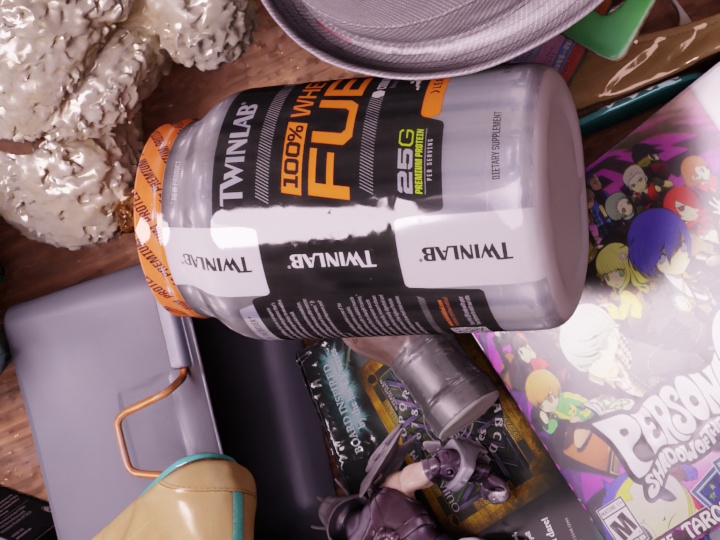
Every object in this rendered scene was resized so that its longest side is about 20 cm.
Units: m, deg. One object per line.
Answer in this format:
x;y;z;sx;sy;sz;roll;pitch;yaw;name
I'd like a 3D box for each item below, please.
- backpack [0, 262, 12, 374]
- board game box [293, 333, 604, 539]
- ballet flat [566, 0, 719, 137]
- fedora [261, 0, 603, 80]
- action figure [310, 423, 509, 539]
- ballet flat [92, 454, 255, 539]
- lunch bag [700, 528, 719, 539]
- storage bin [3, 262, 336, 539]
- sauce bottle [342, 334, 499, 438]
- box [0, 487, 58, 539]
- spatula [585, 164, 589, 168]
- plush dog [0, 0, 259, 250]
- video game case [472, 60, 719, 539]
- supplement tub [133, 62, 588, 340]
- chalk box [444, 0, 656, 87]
-0.283;0.026;0.803;0.175;0.200;0.154;-29;86;-3;backpack
0.059;0.110;0.824;0.134;0.028;0.202;-24;77;11;board game box
0.181;-0.125;0.781;0.198;0.069;0.064;-17;80;12;ballet flat
0.020;-0.175;0.640;0.198;0.090;0.179;-6;84;26;fedora
0.053;0.160;0.770;0.199;0.069;0.131;22;96;32;action figure
-0.115;0.159;0.741;0.200;0.068;0.064;-45;49;43;ballet flat
0.224;0.066;0.789;0.160;0.082;0.201;-26;91;17;lunch bag
-0.113;0.082;0.835;0.133;0.145;0.202;-12;95;22;storage bin
0.000;0.000;0.807;0.065;0.065;0.201;-40;73;13;sauce bottle
-0.272;0.226;0.910;0.140;0.079;0.202;17;100;11;box
0.121;-0.053;0.821;0.198;0.021;0.057;-18;73;9;spatula
-0.163;-0.090;0.801;0.199;0.160;0.173;15;125;32;plush dog
0.161;0.025;0.733;0.200;0.036;0.182;-39;77;29;video game case
0.002;-0.030;0.711;0.198;0.122;0.124;-4;97;18;supplement tub
0.065;-0.171;0.738;0.199;0.124;0.126;34;102;24;chalk box
